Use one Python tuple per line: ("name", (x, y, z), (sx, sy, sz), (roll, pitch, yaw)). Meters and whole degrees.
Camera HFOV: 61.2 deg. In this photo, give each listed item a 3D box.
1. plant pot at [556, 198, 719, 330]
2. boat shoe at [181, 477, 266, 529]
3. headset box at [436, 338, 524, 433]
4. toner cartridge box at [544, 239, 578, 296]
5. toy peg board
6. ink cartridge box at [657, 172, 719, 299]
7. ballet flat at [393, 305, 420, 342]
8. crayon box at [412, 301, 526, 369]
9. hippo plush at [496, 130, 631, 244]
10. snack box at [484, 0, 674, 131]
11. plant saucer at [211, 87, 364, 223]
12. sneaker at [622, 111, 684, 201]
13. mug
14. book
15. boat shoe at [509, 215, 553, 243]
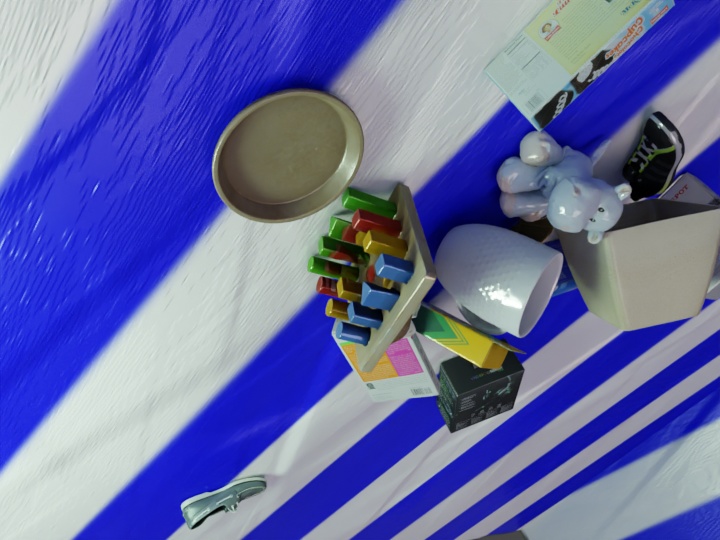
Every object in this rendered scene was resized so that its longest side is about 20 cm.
("plant pot", (0.468, -0.010, 1.034), (0.197, 0.200, 0.179), (-11, 101, -3))
("boat shoe", (-0.305, 0.533, 1.393), (0.198, 0.062, 0.073), (-13, 141, -18))
("headset box", (0.273, 0.268, 1.415), (0.172, 0.093, 0.201), (-19, 142, -11))
("toner cartridge box", (0.367, -0.005, 1.157), (0.198, 0.096, 0.043), (-16, 143, -14))
("toy peg board", (0.000, 0.000, 0.868), (0.097, 0.200, 0.201), (14, 128, -22))
("ink cartridge box", (0.658, -0.067, 1.178), (0.082, 0.201, 0.147), (6, 132, -40))
("ballet flat", (0.066, 0.060, 0.978), (0.067, 0.201, 0.073), (-14, 128, 34))
("crayon box", (0.183, 0.120, 1.081), (0.125, 0.199, 0.052), (20, 96, -61))
("hippo plush", (0.319, -0.106, 0.944), (0.198, 0.162, 0.160), (2, 133, -28))
("snack box", (0.261, -0.283, 0.750), (0.200, 0.117, 0.037), (-43, 140, 20))
("plant saucer", (-0.090, -0.143, 0.769), (0.198, 0.030, 0.201), (-17, 141, -14))
("sneaker", (0.497, -0.182, 1.050), (0.082, 0.072, 0.200), (-28, 143, 3))
("mug", (0.214, 0.023, 1.005), (0.147, 0.174, 0.202), (-38, 144, -37))
("book", (0.050, 0.157, 1.091), (0.132, 0.048, 0.201), (-10, 127, 23))
("boat shoe", (0.257, -0.031, 1.086), (0.201, 0.073, 0.063), (-45, 171, 13))
